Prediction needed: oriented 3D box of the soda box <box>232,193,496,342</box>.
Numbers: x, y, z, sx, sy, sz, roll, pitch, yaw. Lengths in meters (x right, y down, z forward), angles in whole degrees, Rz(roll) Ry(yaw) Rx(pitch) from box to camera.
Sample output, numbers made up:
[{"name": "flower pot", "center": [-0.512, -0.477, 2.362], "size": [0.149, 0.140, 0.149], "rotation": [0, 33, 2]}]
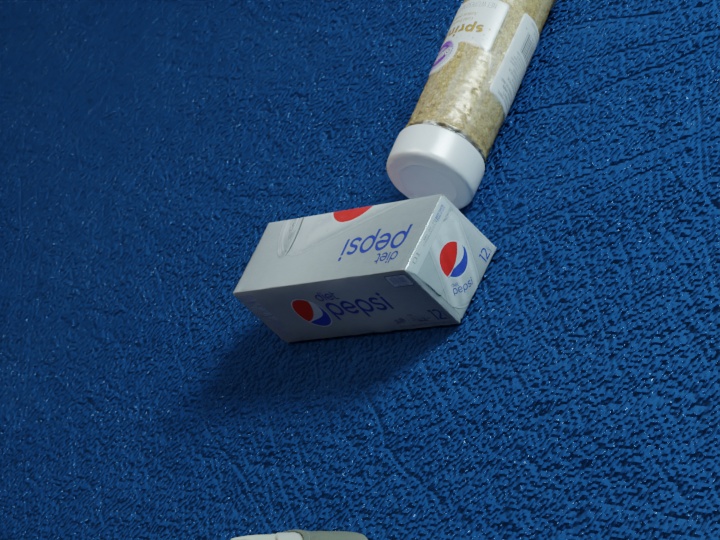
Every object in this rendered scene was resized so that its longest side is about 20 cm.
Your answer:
[{"name": "soda box", "center": [0.000, 0.000, 1.598], "size": [0.199, 0.063, 0.069], "rotation": [-7, 48, 51]}]

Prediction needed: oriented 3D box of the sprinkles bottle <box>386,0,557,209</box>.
[{"name": "sprinkles bottle", "center": [0.084, -0.141, 1.649], "size": [0.068, 0.068, 0.201], "rotation": [-13, 44, 47]}]

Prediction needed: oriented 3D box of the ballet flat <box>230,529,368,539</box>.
[{"name": "ballet flat", "center": [-0.082, 0.205, 1.460], "size": [0.199, 0.064, 0.068], "rotation": [-26, 36, 35]}]
